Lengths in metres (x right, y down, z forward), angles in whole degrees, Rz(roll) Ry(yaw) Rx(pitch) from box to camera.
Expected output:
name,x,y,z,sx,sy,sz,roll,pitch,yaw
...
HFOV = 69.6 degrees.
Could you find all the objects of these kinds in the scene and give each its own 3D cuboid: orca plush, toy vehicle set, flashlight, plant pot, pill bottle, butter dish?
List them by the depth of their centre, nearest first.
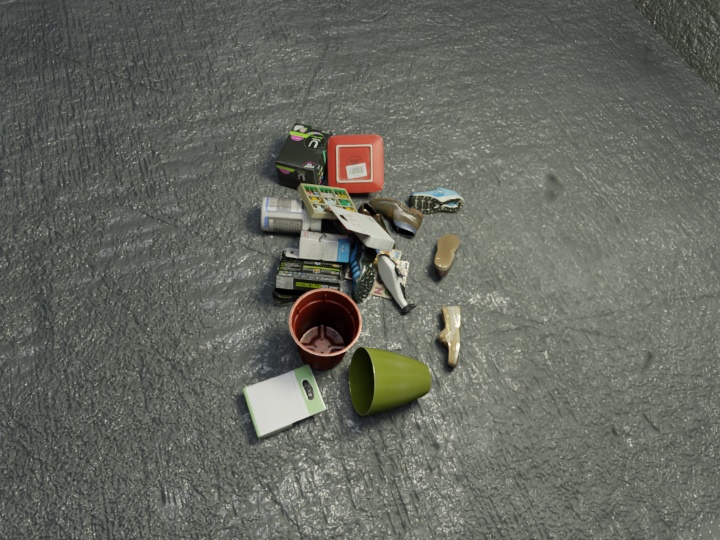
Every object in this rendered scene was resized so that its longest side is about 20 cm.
name,x,y,z,sx,sy,sz,roll,pitch,yaw
plant pot,0.092,0.311,1.475,0.199,0.187,0.188,4,59,-23
plant pot,-0.107,0.186,1.493,0.199,0.196,0.202,4,60,-6
orca plush,0.125,0.031,1.663,0.071,0.105,0.200,-25,74,-41
toy vehicle set,-0.105,-0.227,1.728,0.199,0.027,0.125,-2,56,-45
pill bottle,-0.228,-0.182,1.736,0.199,0.114,0.114,5,60,-5
flashlight,-0.058,-0.157,1.775,0.200,0.068,0.068,52,30,18
butter dish,-0.012,-0.377,1.866,0.199,0.148,0.201,0,95,7

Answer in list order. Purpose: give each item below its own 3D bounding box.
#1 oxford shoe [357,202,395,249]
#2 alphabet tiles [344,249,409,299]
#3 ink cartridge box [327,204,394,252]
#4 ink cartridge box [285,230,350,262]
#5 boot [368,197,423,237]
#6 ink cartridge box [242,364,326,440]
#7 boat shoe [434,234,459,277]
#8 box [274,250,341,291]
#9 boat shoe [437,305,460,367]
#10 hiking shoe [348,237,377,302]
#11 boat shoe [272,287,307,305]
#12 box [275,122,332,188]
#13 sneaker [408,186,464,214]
name,x,y,z,sx,sy,sz,roll,pitch,yaw
oxford shoe,0.054,-0.148,1.769,0.072,0.085,0.200,-27,70,-34
alphabet tiles,0.055,-0.001,1.704,0.199,0.006,0.167,13,77,0
ink cartridge box,-0.007,-0.134,1.630,0.173,0.044,0.200,12,23,-28
ink cartridge box,-0.138,-0.080,1.669,0.199,0.068,0.116,5,15,-7
boot,0.118,-0.185,1.807,0.199,0.075,0.097,16,56,0
ink cartridge box,-0.215,0.368,1.459,0.199,0.048,0.146,-17,64,-17
boat shoe,0.289,-0.052,1.760,0.071,0.065,0.200,13,40,10
box,-0.159,0.003,1.624,0.199,0.048,0.193,6,23,-5
boat shoe,0.275,0.204,1.613,0.069,0.074,0.201,3,58,8
hiking shoe,0.000,0.000,1.669,0.074,0.086,0.201,10,92,-43
boat shoe,-0.178,0.061,1.633,0.200,0.061,0.072,-14,63,-15
box,-0.196,-0.403,1.853,0.148,0.125,0.201,14,60,10
sneaker,0.270,-0.260,1.885,0.199,0.079,0.090,2,41,-11
